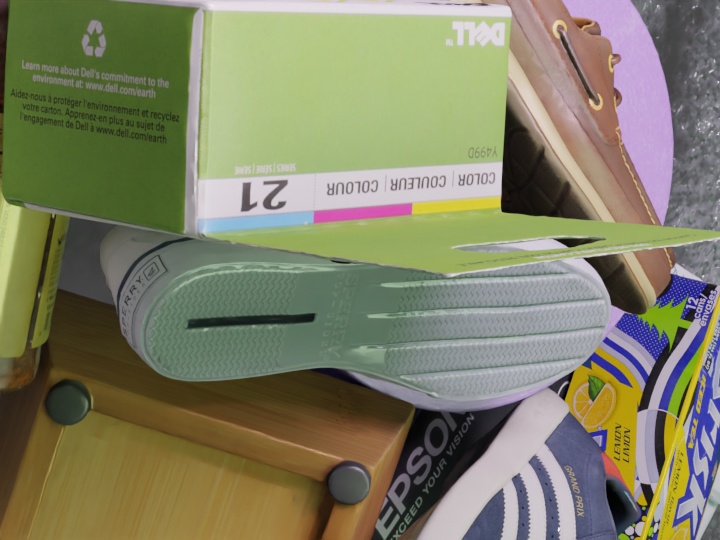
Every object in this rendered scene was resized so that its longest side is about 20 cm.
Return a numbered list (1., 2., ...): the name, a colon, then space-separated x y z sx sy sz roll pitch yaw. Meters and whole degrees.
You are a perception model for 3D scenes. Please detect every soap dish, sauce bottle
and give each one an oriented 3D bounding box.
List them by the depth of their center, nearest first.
1. sauce bottle: -0.126 -0.058 0.716 0.066 0.066 0.201 0 108 -46
2. soap dish: -0.082 0.125 0.788 0.157 0.081 0.201 18 97 -7

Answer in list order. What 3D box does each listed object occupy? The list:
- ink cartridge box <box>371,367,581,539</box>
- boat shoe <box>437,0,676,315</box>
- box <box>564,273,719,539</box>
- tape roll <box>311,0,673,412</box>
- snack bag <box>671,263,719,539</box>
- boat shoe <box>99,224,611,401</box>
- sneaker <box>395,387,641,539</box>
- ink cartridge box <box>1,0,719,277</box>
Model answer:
1. ink cartridge box: 0.043 0.058 0.944 0.199 0.043 0.200 -58 139 -24
2. boat shoe: 0.072 -0.070 0.783 0.068 0.072 0.200 -43 114 -16
3. box: 0.130 0.102 0.987 0.070 0.064 0.201 31 77 -57
4. tape roll: 0.034 -0.045 0.844 0.199 0.066 0.201 -6 101 -31
5. snack bag: 0.163 0.106 1.133 0.188 0.021 0.201 30 87 -50
6. boat shoe: 0.000 0.000 0.752 0.199 0.067 0.074 6 119 -32
7. sneaker: 0.061 0.118 0.807 0.075 0.085 0.200 -48 176 35
8. ink cartridge box: 0.003 -0.050 0.652 0.147 0.199 0.076 -6 101 -46
